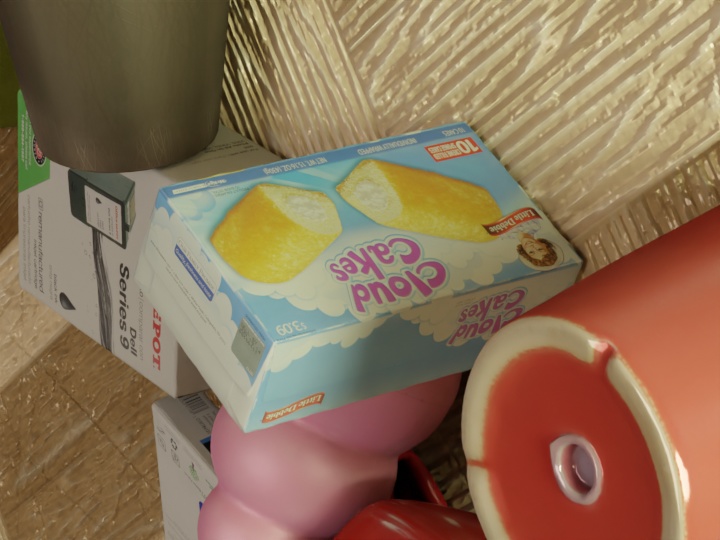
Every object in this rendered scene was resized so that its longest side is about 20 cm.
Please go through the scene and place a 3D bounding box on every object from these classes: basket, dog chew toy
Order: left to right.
[{"bbox_3d":[-0.147,-0.171,1.357,0.136,0.179,0.201,-134,37,-56],"label":"basket"},{"bbox_3d":[-0.026,0.092,1.271,0.124,0.124,0.201,30,96,46],"label":"dog chew toy"}]

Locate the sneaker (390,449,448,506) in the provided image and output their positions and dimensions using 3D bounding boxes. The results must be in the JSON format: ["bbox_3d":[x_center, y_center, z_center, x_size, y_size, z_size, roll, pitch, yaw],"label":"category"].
[{"bbox_3d":[-0.005,0.181,1.361,0.115,0.078,0.201,33,129,46],"label":"sneaker"}]

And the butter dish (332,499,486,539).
[{"bbox_3d":[0.069,0.181,1.195,0.148,0.199,0.199,-59,40,7],"label":"butter dish"}]

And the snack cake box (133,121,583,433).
[{"bbox_3d":[0.000,0.000,1.174,0.115,0.199,0.067,50,138,31],"label":"snack cake box"}]

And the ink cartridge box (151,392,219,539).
[{"bbox_3d":[-0.091,0.180,1.496,0.099,0.039,0.201,43,145,39],"label":"ink cartridge box"}]

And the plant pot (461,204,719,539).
[{"bbox_3d":[0.154,0.068,1.002,0.200,0.177,0.202,24,120,49],"label":"plant pot"}]

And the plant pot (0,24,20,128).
[{"bbox_3d":[-0.349,-0.175,1.607,0.187,0.199,0.188,26,123,48],"label":"plant pot"}]

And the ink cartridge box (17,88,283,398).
[{"bbox_3d":[-0.135,-0.028,1.459,0.200,0.084,0.147,30,125,47],"label":"ink cartridge box"}]
